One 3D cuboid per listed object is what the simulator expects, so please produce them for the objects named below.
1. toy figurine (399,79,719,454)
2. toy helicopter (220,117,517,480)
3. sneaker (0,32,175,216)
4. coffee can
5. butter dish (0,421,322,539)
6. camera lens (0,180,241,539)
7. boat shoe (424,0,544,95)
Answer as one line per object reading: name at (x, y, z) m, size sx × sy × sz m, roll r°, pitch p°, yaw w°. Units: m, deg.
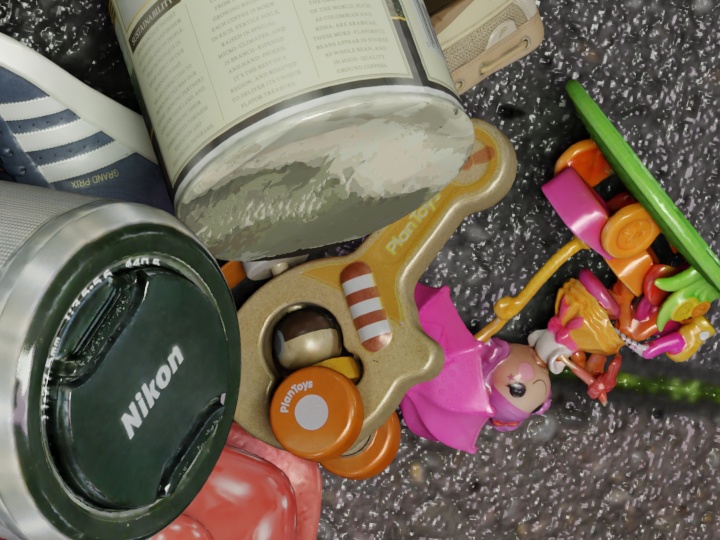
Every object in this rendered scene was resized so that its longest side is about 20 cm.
toy figurine at (0.099, 0.025, 1.527) m, size 0.184 × 0.150 × 0.200 m, roll -38°, pitch 140°, yaw 7°
toy helicopter at (0.000, 0.000, 1.458) m, size 0.200 × 0.132 × 0.079 m, roll -51°, pitch 157°, yaw 3°
sneaker at (-0.164, -0.060, 1.413) m, size 0.200 × 0.075 × 0.085 m, roll 30°, pitch 88°, yaw -25°
coffee can at (-0.046, -0.126, 1.350) m, size 0.146 × 0.146 × 0.201 m, roll -12°, pitch 66°, yaw -17°
butter dish at (-0.108, 0.149, 1.411) m, size 0.199 × 0.148 × 0.200 m, roll 17°, pitch 72°, yaw -15°
camera lens at (-0.167, 0.039, 1.315) m, size 0.160 × 0.200 × 0.161 m, roll -15°, pitch 110°, yaw -49°
boat shoe at (0.016, -0.092, 1.466) m, size 0.200 × 0.071 × 0.065 m, roll -35°, pitch 121°, yaw -20°
